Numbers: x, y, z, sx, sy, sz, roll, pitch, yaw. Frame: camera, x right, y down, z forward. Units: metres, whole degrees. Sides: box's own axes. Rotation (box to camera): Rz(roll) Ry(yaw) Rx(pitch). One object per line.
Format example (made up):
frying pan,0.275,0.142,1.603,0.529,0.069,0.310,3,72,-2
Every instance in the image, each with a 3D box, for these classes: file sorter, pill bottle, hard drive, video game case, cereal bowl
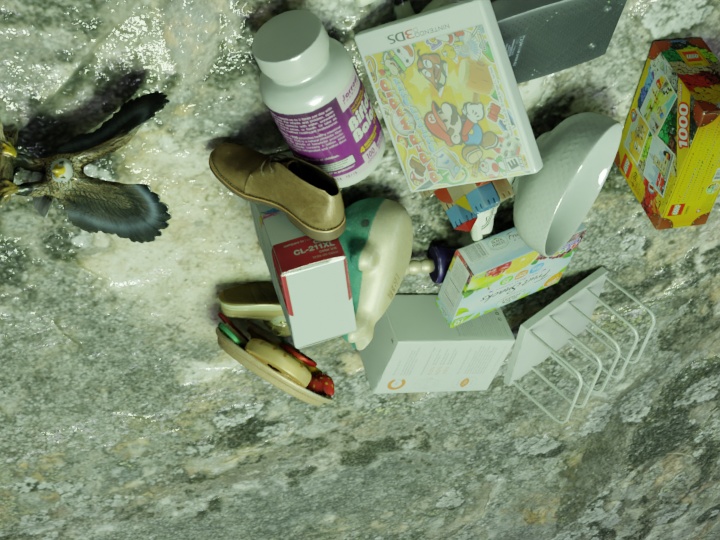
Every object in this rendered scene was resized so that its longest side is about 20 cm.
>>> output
file sorter,0.344,0.119,1.664,0.200,0.124,0.139,-32,148,-31
pill bottle,-0.049,-0.196,1.228,0.112,0.113,0.200,-23,140,5
hard drive,0.211,-0.280,1.260,0.199,0.042,0.135,-19,154,-14
video game case,0.097,-0.192,1.208,0.182,0.023,0.201,-5,114,42
cereal bowl,0.261,-0.123,1.416,0.200,0.083,0.200,-47,156,-28

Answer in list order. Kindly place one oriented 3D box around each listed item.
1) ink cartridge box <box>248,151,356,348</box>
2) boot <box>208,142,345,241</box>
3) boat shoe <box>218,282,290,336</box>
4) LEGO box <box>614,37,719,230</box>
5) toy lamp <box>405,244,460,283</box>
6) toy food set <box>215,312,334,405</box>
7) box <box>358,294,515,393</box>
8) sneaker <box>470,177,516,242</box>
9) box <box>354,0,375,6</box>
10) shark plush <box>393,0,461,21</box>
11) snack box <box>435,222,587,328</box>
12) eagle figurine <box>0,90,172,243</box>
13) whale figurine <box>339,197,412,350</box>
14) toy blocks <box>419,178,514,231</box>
ink cartridge box,-0.077,-0.030,1.334,0.082,0.200,0.146,-17,140,-7
boot,-0.098,-0.114,1.259,0.074,0.200,0.076,-43,151,-33
boat shoe,-0.104,0.059,1.508,0.199,0.074,0.067,1,115,-22
LEGO box,0.419,-0.178,1.405,0.077,0.149,0.200,-7,137,-14
toy lamp,0.055,-0.004,1.525,0.199,0.058,0.058,-5,137,-16
toy food set,-0.121,0.123,1.506,0.049,0.198,0.200,-58,142,-1
box,0.114,0.112,1.644,0.199,0.098,0.125,1,136,-23
sneaker,0.177,-0.116,1.434,0.087,0.076,0.200,-15,140,-5
box,0.002,-0.383,1.031,0.109,0.128,0.200,-23,140,3
shark plush,0.087,-0.243,1.269,0.083,0.091,0.201,-30,144,-39
snack box,0.214,-0.005,1.536,0.199,0.053,0.142,-21,154,-22
eagle figurine,-0.306,-0.111,1.190,0.199,0.151,0.152,-4,127,-7
whale figurine,0.000,0.000,1.419,0.103,0.201,0.159,14,170,15
toy blocks,0.130,-0.127,1.296,0.100,0.137,0.200,-22,174,-35
